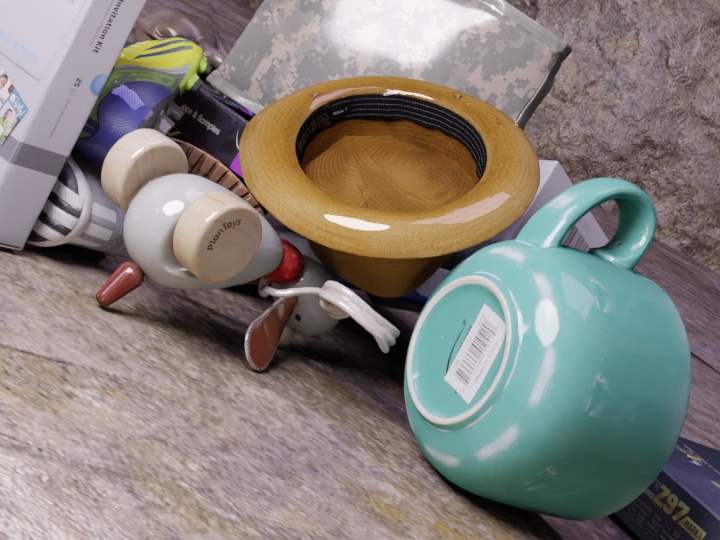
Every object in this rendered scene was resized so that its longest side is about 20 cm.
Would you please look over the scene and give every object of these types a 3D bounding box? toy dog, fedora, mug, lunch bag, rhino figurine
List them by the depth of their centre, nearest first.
[{"bbox_3d":[0.097,0.045,1.044,0.114,0.152,0.185,18,58,-36],"label":"mug"},{"bbox_3d":[-0.084,0.008,1.051,0.200,0.096,0.132,40,0,-32],"label":"toy dog"},{"bbox_3d":[0.016,-0.046,1.122,0.200,0.082,0.201,2,36,-2],"label":"fedora"},{"bbox_3d":[0.028,-0.134,1.247,0.200,0.164,0.118,36,2,17],"label":"lunch bag"},{"bbox_3d":[-0.135,-0.174,1.458,0.087,0.060,0.200,35,4,-1],"label":"rhino figurine"}]

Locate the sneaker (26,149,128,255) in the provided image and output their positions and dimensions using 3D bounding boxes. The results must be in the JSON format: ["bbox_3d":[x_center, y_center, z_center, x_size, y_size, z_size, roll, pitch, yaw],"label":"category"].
[{"bbox_3d":[-0.198,-0.068,1.121,0.115,0.075,0.200,24,20,-51],"label":"sneaker"}]

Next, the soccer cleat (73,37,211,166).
[{"bbox_3d":[-0.145,-0.118,1.114,0.084,0.065,0.200,33,18,-8],"label":"soccer cleat"}]

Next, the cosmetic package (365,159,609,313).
[{"bbox_3d":[0.073,-0.024,1.311,0.200,0.081,0.113,6,-36,45],"label":"cosmetic package"}]

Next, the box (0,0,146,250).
[{"bbox_3d":[-0.204,-0.136,1.029,0.156,0.200,0.041,36,14,38],"label":"box"}]

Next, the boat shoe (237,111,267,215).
[{"bbox_3d":[-0.044,-0.111,1.396,0.084,0.200,0.069,-30,78,-42],"label":"boat shoe"}]

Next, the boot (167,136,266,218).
[{"bbox_3d":[-0.146,-0.063,1.217,0.200,0.075,0.107,29,5,5],"label":"boot"}]

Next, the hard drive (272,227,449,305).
[{"bbox_3d":[0.000,0.000,1.249,0.200,0.025,0.132,14,-2,40],"label":"hard drive"}]

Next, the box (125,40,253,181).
[{"bbox_3d":[-0.083,-0.091,1.274,0.200,0.036,0.143,39,7,38],"label":"box"}]

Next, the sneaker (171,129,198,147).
[{"bbox_3d":[-0.170,-0.130,1.518,0.200,0.070,0.090,28,25,-8],"label":"sneaker"}]

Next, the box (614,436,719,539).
[{"bbox_3d":[0.243,0.171,1.179,0.158,0.051,0.200,21,13,-34],"label":"box"}]

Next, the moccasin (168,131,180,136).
[{"bbox_3d":[-0.177,-0.114,1.372,0.078,0.074,0.201,41,4,-11],"label":"moccasin"}]
